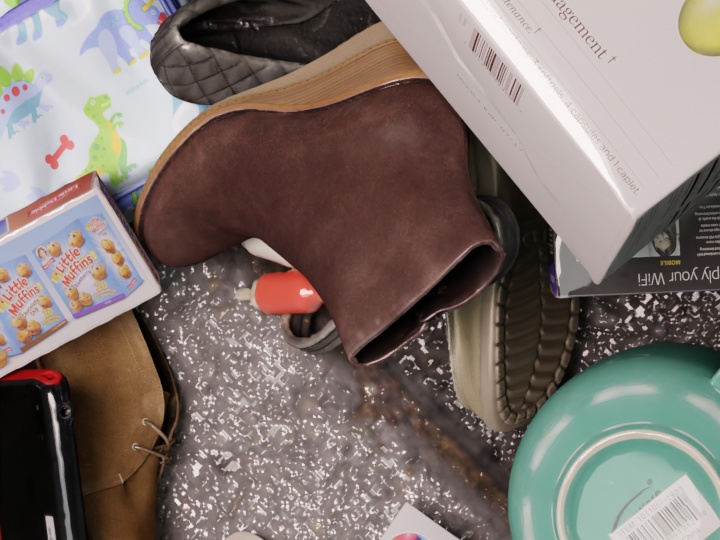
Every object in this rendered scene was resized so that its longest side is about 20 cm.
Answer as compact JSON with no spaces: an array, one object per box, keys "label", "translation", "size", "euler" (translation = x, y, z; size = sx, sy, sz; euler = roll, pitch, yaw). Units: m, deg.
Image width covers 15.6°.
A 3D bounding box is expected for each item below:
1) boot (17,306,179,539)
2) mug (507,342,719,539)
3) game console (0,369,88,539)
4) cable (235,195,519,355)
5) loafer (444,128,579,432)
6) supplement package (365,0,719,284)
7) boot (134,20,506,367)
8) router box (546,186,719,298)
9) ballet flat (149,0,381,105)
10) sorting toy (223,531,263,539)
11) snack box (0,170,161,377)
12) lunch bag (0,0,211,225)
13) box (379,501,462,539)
[{"label":"boot","translation":[-0.128,0.101,1.422],"size":[0.075,0.074,0.201],"euler":[-21,74,3]},{"label":"mug","translation":[0.152,0.102,1.339],"size":[0.151,0.114,0.186],"euler":[4,95,14]},{"label":"game console","translation":[-0.183,0.153,1.413],"size":[0.177,0.031,0.201],"euler":[-5,94,57]},{"label":"cable","translation":[0.000,0.000,1.359],"size":[0.200,0.050,0.098],"euler":[7,92,54]},{"label":"loafer","translation":[0.066,-0.017,1.378],"size":[0.068,0.075,0.201],"euler":[3,97,43]},{"label":"supplement package","translation":[0.135,-0.139,1.221],"size":[0.200,0.147,0.191],"euler":[-38,83,-9]},{"label":"boot","translation":[-0.027,-0.019,1.312],"size":[0.200,0.072,0.167],"euler":[-36,48,23]},{"label":"router box","translation":[0.191,-0.070,1.331],"size":[0.199,0.052,0.158],"euler":[-2,93,1]},{"label":"ballet flat","translation":[-0.012,-0.126,1.364],"size":[0.199,0.057,0.067],"euler":[-17,83,-16]},{"label":"sorting toy","translation":[-0.063,0.245,1.425],"size":[0.199,0.107,0.180],"euler":[30,81,10]},{"label":"snack box","translation":[-0.207,0.026,1.366],"size":[0.199,0.024,0.072],"euler":[-28,118,3]},{"label":"lunch bag","translation":[-0.172,-0.092,1.426],"size":[0.199,0.082,0.161],"euler":[-27,84,13]},{"label":"box","translation":[0.065,0.236,1.363],"size":[0.200,0.041,0.156],"euler":[32,60,9]}]
